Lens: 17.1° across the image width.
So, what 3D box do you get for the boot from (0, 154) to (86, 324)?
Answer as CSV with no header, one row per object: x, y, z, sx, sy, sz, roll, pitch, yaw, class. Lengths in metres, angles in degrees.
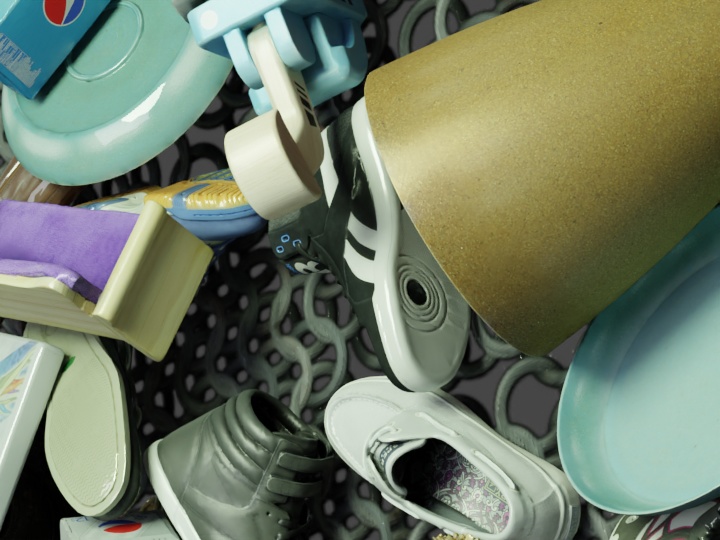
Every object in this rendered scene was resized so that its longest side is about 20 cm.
-0.245,-0.065,1.713,0.200,0.064,0.186,-59,34,4,boot

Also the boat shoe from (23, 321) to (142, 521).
-0.165,0.088,1.546,0.072,0.068,0.200,-43,37,17,boat shoe

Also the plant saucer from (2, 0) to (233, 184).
-0.169,-0.151,1.630,0.200,0.027,0.200,-19,52,25,plant saucer

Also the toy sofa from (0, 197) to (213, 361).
-0.200,-0.010,1.526,0.200,0.098,0.083,8,65,45,toy sofa

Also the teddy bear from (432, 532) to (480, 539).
0.039,0.235,1.387,0.145,0.067,0.200,30,120,15,teddy bear

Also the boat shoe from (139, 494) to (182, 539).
-0.142,0.204,1.565,0.201,0.063,0.073,-49,53,21,boat shoe

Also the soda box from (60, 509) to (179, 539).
-0.150,0.256,1.510,0.063,0.068,0.200,-141,49,-68,soda box

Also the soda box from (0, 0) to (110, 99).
-0.197,-0.219,1.624,0.068,0.064,0.200,31,80,44,soda box

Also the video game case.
-0.285,0.133,1.586,0.182,0.022,0.200,8,75,50,video game case

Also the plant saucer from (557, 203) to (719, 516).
0.188,0.048,1.277,0.200,0.027,0.200,-37,32,28,plant saucer

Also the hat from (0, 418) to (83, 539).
-0.270,0.173,1.639,0.200,0.081,0.201,-14,58,24,hat

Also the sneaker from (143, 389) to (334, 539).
-0.046,0.160,1.472,0.099,0.071,0.200,-43,71,22,sneaker

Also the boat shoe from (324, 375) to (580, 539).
0.038,0.116,1.417,0.200,0.068,0.072,34,105,41,boat shoe

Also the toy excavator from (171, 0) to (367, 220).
-0.044,-0.124,1.465,0.100,0.194,0.200,-26,77,18,toy excavator

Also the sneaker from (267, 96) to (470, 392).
0.000,0.000,1.479,0.112,0.073,0.200,-31,55,37,sneaker

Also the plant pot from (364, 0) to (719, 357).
0.135,-0.083,1.313,0.200,0.186,0.187,-33,61,18,plant pot

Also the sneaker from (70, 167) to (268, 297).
-0.117,-0.015,1.585,0.200,0.075,0.088,-9,99,52,sneaker

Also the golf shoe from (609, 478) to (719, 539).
0.178,0.144,1.287,0.200,0.077,0.088,-51,40,17,golf shoe
